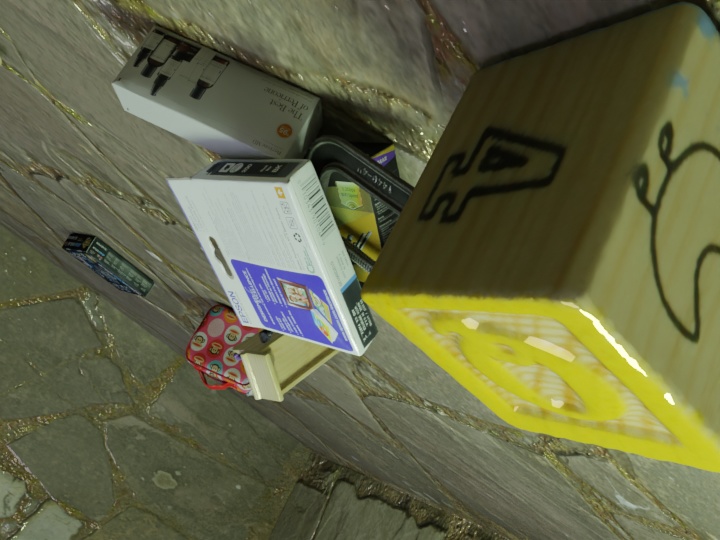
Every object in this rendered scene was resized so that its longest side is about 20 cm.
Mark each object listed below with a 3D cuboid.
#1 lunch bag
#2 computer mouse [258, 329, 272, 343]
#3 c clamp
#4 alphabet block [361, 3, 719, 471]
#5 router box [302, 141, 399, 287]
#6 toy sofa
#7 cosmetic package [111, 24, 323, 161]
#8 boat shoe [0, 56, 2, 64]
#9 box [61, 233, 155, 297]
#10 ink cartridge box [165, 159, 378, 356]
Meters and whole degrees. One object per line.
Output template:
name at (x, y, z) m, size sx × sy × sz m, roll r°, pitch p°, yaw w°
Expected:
lunch bag at (-0.292, 0.188, 1.707) m, size 0.196 × 0.179 × 0.082 m, roll 21°, pitch 160°, yaw 22°
computer mouse at (-0.134, 0.051, 1.211) m, size 0.045 × 0.144 × 0.199 m, roll 21°, pitch 165°, yaw -22°
c clamp at (-0.004, -0.039, 0.738) m, size 0.198 × 0.027 × 0.174 m, roll 33°, pitch 131°, yaw 29°
alphabet block at (0.152, -0.015, 0.506) m, size 0.194 × 0.203 × 0.195 m, roll 38°, pitch 159°, yaw -26°
router box at (-0.036, -0.056, 0.818) m, size 0.197 × 0.052 × 0.161 m, roll 10°, pitch 123°, yaw 43°
toy sofa at (-0.108, 0.126, 1.240) m, size 0.096 × 0.199 × 0.085 m, roll -1°, pitch 114°, yaw 43°
cosmetic package at (-0.141, -0.167, 0.755) m, size 0.196 × 0.084 × 0.051 m, roll 25°, pitch 161°, yaw 11°
boat shoe at (-0.574, -0.330, 1.000) m, size 0.199 × 0.064 × 0.073 m, roll 39°, pitch 158°, yaw -26°
box at (-0.634, -0.013, 1.897) m, size 0.157 × 0.047 × 0.200 m, roll 7°, pitch 151°, yaw 47°
ink cartridge box at (-0.091, -0.017, 0.772) m, size 0.197 × 0.043 × 0.201 m, roll 8°, pitch 131°, yaw 43°
